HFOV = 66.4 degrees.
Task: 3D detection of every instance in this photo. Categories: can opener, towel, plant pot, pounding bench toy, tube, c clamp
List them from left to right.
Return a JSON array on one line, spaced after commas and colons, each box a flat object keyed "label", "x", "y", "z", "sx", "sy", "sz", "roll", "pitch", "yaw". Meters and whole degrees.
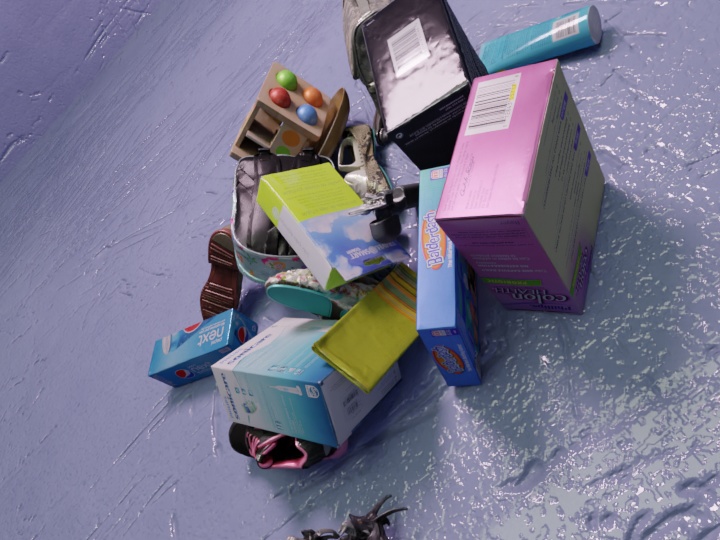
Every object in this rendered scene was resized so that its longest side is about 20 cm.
[{"label": "pounding bench toy", "x": -0.137, "y": -0.296, "z": 1.022, "sx": 0.156, "sy": 0.122, "sz": 0.204, "roll": -46, "pitch": 25, "yaw": 42}, {"label": "plant pot", "x": -0.069, "y": -0.228, "z": 0.983, "sx": 0.202, "sy": 0.027, "sz": 0.202, "roll": -54, "pitch": 20, "yaw": 30}, {"label": "towel", "x": 0.031, "y": 0.059, "z": 0.660, "sx": 0.085, "sy": 0.018, "sz": 0.199, "roll": 32, "pitch": 42, "yaw": 17}, {"label": "can opener", "x": 0.049, "y": -0.085, "z": 0.749, "sx": 0.051, "sy": 0.068, "sz": 0.199, "roll": -9, "pitch": 12, "yaw": 32}, {"label": "c clamp", "x": 0.093, "y": -0.258, "z": 0.917, "sx": 0.196, "sy": 0.027, "sz": 0.175, "roll": -1, "pitch": 62, "yaw": 39}, {"label": "tube", "x": 0.254, "y": -0.337, "z": 0.824, "sx": 0.197, "sy": 0.050, "sz": 0.079, "roll": 0, "pitch": 58, "yaw": 45}]

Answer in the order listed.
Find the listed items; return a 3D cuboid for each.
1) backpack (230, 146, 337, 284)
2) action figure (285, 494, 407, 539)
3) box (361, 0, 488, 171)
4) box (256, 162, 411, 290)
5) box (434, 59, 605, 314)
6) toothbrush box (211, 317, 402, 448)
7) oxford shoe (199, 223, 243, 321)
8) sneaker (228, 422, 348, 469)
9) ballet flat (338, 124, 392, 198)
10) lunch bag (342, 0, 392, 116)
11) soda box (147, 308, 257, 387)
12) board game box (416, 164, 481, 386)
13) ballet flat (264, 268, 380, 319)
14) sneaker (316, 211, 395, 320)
[{"label": "backpack", "x": -0.116, "y": -0.070, "z": 0.852, "sx": 0.172, "sy": 0.153, "sz": 0.204, "roll": 0, "pitch": 49, "yaw": -7}, {"label": "action figure", "x": -0.025, "y": 0.328, "z": 0.573, "sx": 0.118, "sy": 0.101, "sz": 0.204, "roll": 9, "pitch": 70, "yaw": 55}, {"label": "box", "x": 0.110, "y": -0.233, "z": 0.745, "sx": 0.121, "sy": 0.197, "sz": 0.205, "roll": -25, "pitch": 57, "yaw": 25}, {"label": "box", "x": -0.038, "y": -0.058, "z": 0.735, "sx": 0.201, "sy": 0.120, "sz": 0.048, "roll": 50, "pitch": 138, "yaw": 25}, {"label": "box", "x": 0.182, "y": -0.079, "z": 0.596, "sx": 0.095, "sy": 0.199, "sz": 0.180, "roll": 1, "pitch": 63, "yaw": 39}, {"label": "toothbrush box", "x": -0.069, "y": 0.131, "z": 0.701, "sx": 0.196, "sy": 0.088, "sz": 0.146, "roll": -1, "pitch": 22, "yaw": 38}, {"label": "oxford shoe", "x": -0.224, "y": 0.016, "z": 0.943, "sx": 0.075, "sy": 0.069, "sz": 0.204, "roll": -57, "pitch": -14, "yaw": -63}, {"label": "sneaker", "x": -0.114, "y": 0.220, "z": 0.711, "sx": 0.196, "sy": 0.095, "sz": 0.081, "roll": -12, "pitch": 95, "yaw": 35}, {"label": "ballet flat", "x": 0.001, "y": -0.163, "z": 0.891, "sx": 0.073, "sy": 0.069, "sz": 0.204, "roll": -3, "pitch": 51, "yaw": -13}, {"label": "lunch bag", "x": 0.039, "y": -0.387, "z": 0.928, "sx": 0.137, "sy": 0.169, "sz": 0.203, "roll": -26, "pitch": 39, "yaw": 16}, {"label": "soda box", "x": -0.269, "y": 0.135, "z": 0.933, "sx": 0.196, "sy": 0.064, "sz": 0.069, "roll": -22, "pitch": 50, "yaw": 27}, {"label": "board game box", "x": 0.104, "y": 0.008, "z": 0.636, "sx": 0.044, "sy": 0.153, "sz": 0.205, "roll": -7, "pitch": 56, "yaw": 19}, {"label": "ballet flat", "x": -0.028, "y": 0.030, "z": 0.737, "sx": 0.076, "sy": 0.194, "sz": 0.065, "roll": 115, "pitch": 169, "yaw": -55}, {"label": "sneaker", "x": 0.000, "y": 0.000, "z": 0.790, "sx": 0.084, "sy": 0.078, "sz": 0.205, "roll": 9, "pitch": 71, "yaw": 33}]
